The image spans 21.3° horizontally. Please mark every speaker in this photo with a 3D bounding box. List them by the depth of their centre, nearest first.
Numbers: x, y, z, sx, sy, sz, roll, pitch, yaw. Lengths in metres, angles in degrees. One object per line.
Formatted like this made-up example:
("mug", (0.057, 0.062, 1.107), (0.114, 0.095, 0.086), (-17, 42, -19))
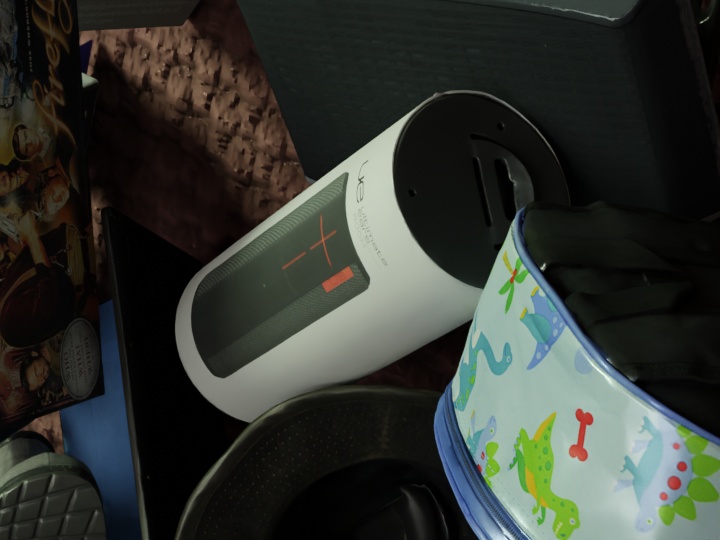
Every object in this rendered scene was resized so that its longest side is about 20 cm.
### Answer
("speaker", (0.000, 0.000, 0.777), (0.200, 0.081, 0.082), (-32, 78, 55))

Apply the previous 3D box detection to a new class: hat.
("hat", (0.008, 0.118, 0.856), (0.081, 0.199, 0.202), (-109, 34, -61))

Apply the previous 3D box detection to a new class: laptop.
("laptop", (-0.126, 0.091, 0.929), (0.115, 0.200, 0.189), (-12, 76, 11))

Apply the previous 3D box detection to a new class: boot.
("boot", (-0.173, 0.129, 0.976), (0.132, 0.069, 0.201), (-101, 22, -45))

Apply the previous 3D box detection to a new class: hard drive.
("hard drive", (0.043, -0.074, 0.761), (0.199, 0.042, 0.135), (10, 135, 36))

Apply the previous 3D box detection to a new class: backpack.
("backpack", (0.125, 0.075, 0.657), (0.148, 0.199, 0.183), (-64, 25, 20))

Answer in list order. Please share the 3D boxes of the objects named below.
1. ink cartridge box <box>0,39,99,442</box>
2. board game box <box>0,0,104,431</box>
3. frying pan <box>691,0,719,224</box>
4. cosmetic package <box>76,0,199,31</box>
("ink cartridge box", (-0.182, 0.001, 0.943), (0.043, 0.200, 0.199), (21, 115, 13))
("board game box", (-0.161, -0.035, 0.805), (0.034, 0.135, 0.202), (-1, 97, 22))
("frying pan", (0.119, -0.030, 0.787), (0.114, 0.031, 0.191), (-8, 91, 39))
("cosmetic package", (-0.153, -0.212, 0.924), (0.090, 0.107, 0.201), (-47, 67, 33))
